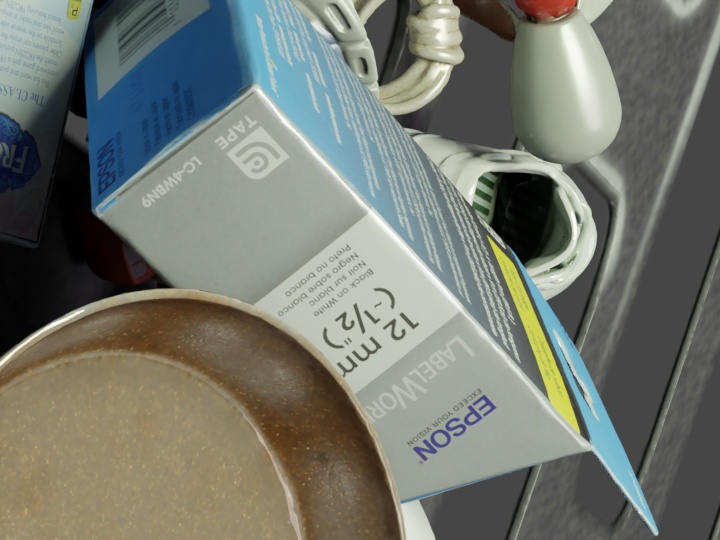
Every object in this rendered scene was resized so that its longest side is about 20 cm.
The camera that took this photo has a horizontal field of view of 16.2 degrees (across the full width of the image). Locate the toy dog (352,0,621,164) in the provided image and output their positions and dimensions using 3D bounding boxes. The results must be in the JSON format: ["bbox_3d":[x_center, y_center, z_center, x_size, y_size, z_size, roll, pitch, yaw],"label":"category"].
[{"bbox_3d":[0.059,-0.151,0.995,0.096,0.132,0.200,-115,-144,-76],"label":"toy dog"}]

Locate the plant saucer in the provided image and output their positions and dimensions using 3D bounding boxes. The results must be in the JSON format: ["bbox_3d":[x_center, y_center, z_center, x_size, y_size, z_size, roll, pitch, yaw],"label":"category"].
[{"bbox_3d":[-0.065,0.104,0.685,0.200,0.034,0.201,-6,99,-46],"label":"plant saucer"}]

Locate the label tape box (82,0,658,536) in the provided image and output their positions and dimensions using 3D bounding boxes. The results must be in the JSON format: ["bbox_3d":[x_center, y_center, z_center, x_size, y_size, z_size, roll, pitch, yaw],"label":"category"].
[{"bbox_3d":[0.000,0.000,0.793,0.066,0.143,0.200,-36,116,10],"label":"label tape box"}]

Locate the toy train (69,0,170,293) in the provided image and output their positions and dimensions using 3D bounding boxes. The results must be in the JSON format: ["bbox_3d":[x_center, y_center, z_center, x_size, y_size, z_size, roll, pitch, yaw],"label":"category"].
[{"bbox_3d":[-0.076,-0.019,0.875,0.046,0.034,0.200,-37,131,-42],"label":"toy train"}]

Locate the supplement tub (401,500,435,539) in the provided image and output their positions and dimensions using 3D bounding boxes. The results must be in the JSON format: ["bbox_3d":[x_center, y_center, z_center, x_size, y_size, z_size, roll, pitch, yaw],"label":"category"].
[{"bbox_3d":[-0.085,0.127,0.795,0.200,0.144,0.145,-33,129,-36],"label":"supplement tub"}]

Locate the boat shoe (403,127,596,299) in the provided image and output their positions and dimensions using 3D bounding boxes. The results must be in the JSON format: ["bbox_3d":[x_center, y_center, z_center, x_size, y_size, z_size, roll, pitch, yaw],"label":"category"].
[{"bbox_3d":[0.064,-0.015,1.076,0.200,0.067,0.074,7,96,-59],"label":"boat shoe"}]

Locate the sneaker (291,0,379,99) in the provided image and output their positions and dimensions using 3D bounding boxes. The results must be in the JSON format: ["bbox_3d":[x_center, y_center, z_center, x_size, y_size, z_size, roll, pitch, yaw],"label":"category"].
[{"bbox_3d":[-0.038,-0.135,0.856,0.087,0.074,0.200,-104,-170,-49],"label":"sneaker"}]

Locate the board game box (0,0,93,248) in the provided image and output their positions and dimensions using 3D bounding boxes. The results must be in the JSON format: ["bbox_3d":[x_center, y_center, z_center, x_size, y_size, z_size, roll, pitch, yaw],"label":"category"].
[{"bbox_3d":[-0.143,-0.118,0.717,0.200,0.041,0.200,15,88,-59],"label":"board game box"}]
